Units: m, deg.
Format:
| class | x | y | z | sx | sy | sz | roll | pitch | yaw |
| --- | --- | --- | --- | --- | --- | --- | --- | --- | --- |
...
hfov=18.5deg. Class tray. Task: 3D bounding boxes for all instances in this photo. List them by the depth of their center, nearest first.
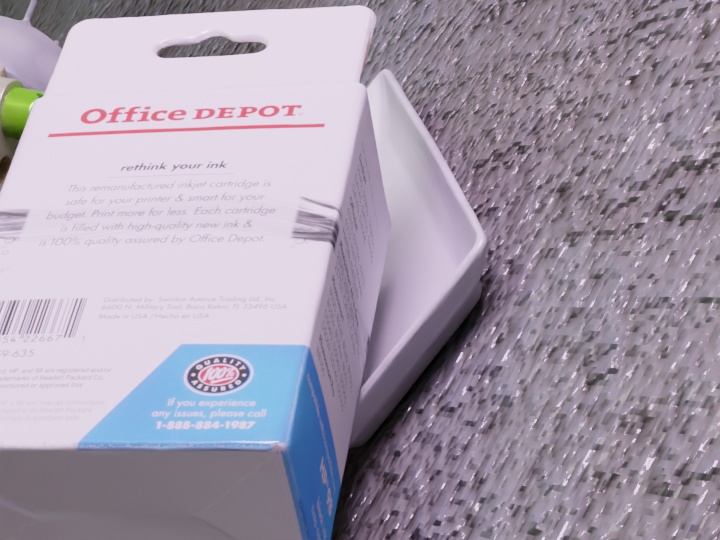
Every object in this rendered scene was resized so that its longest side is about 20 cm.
| class | x | y | z | sx | sy | sz | roll | pitch | yaw |
| --- | --- | --- | --- | --- | --- | --- | --- | --- | --- |
| tray | 0.000 | 0.000 | 0.794 | 0.107 | 0.022 | 0.200 | -51 | 20 | 11 |

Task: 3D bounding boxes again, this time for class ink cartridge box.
| class | x | y | z | sx | sy | sz | roll | pitch | yaw |
| --- | --- | --- | --- | --- | --- | --- | --- | --- | --- |
| ink cartridge box | -0.056 | 0.003 | 0.706 | 0.116 | 0.067 | 0.200 | -1 | 43 | 13 |

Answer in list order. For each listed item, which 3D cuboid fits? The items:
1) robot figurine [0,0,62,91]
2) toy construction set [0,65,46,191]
| class | x | y | z | sx | sy | sz | roll | pitch | yaw |
| --- | --- | --- | --- | --- | --- | --- | --- | --- | --- |
| robot figurine | -0.240 | -0.072 | 1.346 | 0.200 | 0.113 | 0.170 | -61 | 1 | -15 |
| toy construction set | -0.158 | 0.000 | 0.731 | 0.200 | 0.092 | 0.131 | -79 | -11 | -49 |
